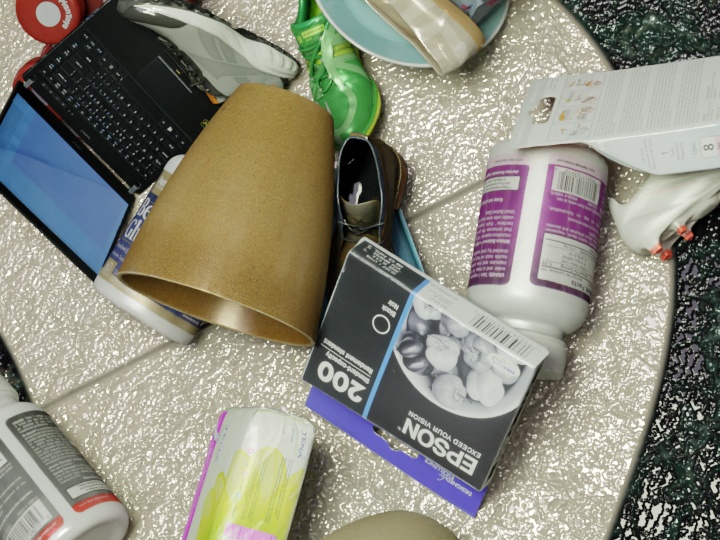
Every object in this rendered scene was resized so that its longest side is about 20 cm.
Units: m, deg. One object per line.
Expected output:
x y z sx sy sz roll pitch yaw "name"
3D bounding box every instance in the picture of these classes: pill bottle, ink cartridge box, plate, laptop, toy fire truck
-0.322 0.200 1.641 0.116 0.116 0.200 -45 67 3 "pill bottle"
0.242 -0.133 1.521 0.198 0.163 0.058 -10 115 20 "ink cartridge box"
0.046 0.104 1.517 0.197 0.043 0.201 31 124 17 "ink cartridge box"
0.046 -0.276 1.653 0.198 0.026 0.202 5 62 -9 "plate"
-0.243 -0.127 1.652 0.200 0.177 0.103 -39 33 6 "laptop"
-0.161 -0.040 1.650 0.111 0.111 0.201 30 87 22 "pill bottle"
0.155 -0.009 1.538 0.111 0.112 0.202 6 78 19 "pill bottle"
-0.249 -0.222 1.710 0.166 0.112 0.202 10 115 5 "toy fire truck"

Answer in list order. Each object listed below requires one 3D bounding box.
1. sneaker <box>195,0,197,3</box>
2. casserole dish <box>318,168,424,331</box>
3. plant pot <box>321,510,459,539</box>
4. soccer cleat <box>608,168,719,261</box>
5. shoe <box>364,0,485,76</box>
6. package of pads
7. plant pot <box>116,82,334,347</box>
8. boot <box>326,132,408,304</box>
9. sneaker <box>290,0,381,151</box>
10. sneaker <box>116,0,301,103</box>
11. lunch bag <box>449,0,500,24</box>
-0.187 -0.359 1.770 0.086 0.080 0.202 18 84 45 "sneaker"
0.000 0.000 1.627 0.120 0.039 0.202 -24 71 11 "casserole dish"
0.028 0.287 1.482 0.198 0.202 0.135 9 44 20 "plant pot"
0.311 -0.092 1.533 0.199 0.069 0.078 -38 65 9 "soccer cleat"
0.027 -0.260 1.584 0.200 0.070 0.053 43 84 5 "shoe"
-0.110 0.222 1.543 0.068 0.154 0.202 18 81 -15 "package of pads"
-0.096 -0.056 1.529 0.185 0.186 0.202 15 79 21 "plant pot"
-0.006 -0.028 1.562 0.074 0.097 0.202 3 78 17 "boot"
-0.034 -0.208 1.660 0.074 0.083 0.202 -23 66 32 "sneaker"
-0.150 -0.209 1.655 0.080 0.199 0.074 -61 34 6 "sneaker"
0.089 -0.355 1.609 0.200 0.127 0.170 44 75 4 "lunch bag"
